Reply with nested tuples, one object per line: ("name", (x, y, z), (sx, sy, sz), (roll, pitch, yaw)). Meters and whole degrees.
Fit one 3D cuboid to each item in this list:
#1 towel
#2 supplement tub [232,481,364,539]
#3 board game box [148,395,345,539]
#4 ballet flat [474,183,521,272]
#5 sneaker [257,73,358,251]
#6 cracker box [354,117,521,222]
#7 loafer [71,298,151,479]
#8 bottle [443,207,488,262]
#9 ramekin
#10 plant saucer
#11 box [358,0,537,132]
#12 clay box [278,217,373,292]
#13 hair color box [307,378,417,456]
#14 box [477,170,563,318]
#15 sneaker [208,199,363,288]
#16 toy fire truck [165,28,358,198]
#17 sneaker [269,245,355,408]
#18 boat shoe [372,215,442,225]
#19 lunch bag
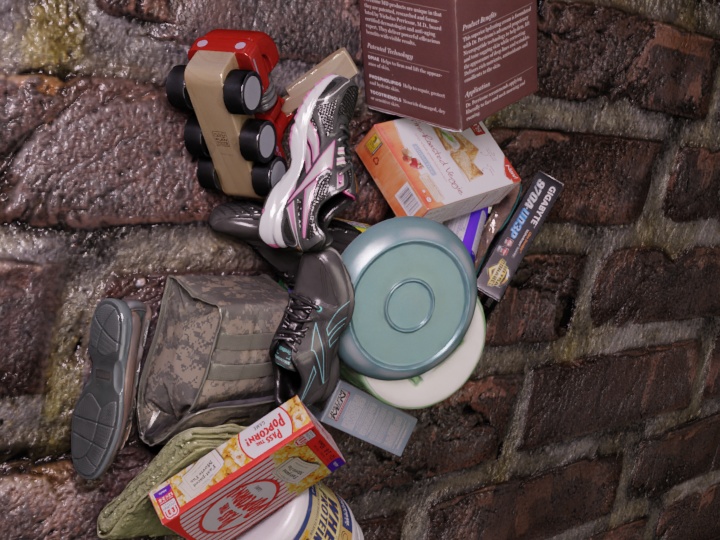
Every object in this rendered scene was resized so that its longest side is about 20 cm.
("towel", (-0.206, 0.246, 1.357), (0.200, 0.037, 0.148), (-47, 148, 22))
("supplement tub", (-0.090, 0.335, 1.507), (0.145, 0.143, 0.200), (-57, 140, -13))
("board game box", (-0.126, 0.238, 1.341), (0.199, 0.047, 0.152), (-33, 152, -1))
("ballet flat", (0.169, -0.064, 1.701), (0.067, 0.068, 0.202), (33, 78, -23))
("sneaker", (-0.034, -0.110, 1.274), (0.080, 0.085, 0.203), (23, 85, -67))
("cracker box", (0.105, -0.139, 1.532), (0.199, 0.135, 0.058), (-19, 161, -44))
("loafer", (-0.266, 0.130, 1.275), (0.063, 0.071, 0.203), (-1, 105, -55))
("bottle", (0.142, -0.070, 1.625), (0.084, 0.064, 0.202), (104, 4, -62))
("ramekin", (0.059, 0.073, 1.443), (0.197, 0.098, 0.203), (-7, 108, -20))
("plant saucer", (0.054, 0.038, 1.360), (0.197, 0.027, 0.203), (-7, 109, -21))
("box", (0.110, -0.304, 1.440), (0.165, 0.163, 0.203), (-29, 127, -37))
("clay box", (0.000, 0.000, 1.479), (0.197, 0.048, 0.117), (10, 100, -23))
("hair color box", (-0.018, 0.182, 1.559), (0.199, 0.098, 0.061), (34, 81, -50))
("box", (0.223, -0.034, 1.724), (0.202, 0.046, 0.159), (-60, 175, -12))
("sneaker", (-0.088, -0.026, 1.371), (0.197, 0.076, 0.092), (13, 101, -24))
("toy fire truck", (-0.101, -0.202, 1.297), (0.177, 0.127, 0.201), (74, 32, -44))
("sneaker", (-0.057, 0.068, 1.302), (0.079, 0.075, 0.203), (-22, 124, -47))
("boat shoe", (0.042, -0.043, 1.558), (0.200, 0.071, 0.063), (-46, 101, -7))
("lunch bag", (-0.161, 0.115, 1.353), (0.163, 0.117, 0.203), (1, 112, -50))
